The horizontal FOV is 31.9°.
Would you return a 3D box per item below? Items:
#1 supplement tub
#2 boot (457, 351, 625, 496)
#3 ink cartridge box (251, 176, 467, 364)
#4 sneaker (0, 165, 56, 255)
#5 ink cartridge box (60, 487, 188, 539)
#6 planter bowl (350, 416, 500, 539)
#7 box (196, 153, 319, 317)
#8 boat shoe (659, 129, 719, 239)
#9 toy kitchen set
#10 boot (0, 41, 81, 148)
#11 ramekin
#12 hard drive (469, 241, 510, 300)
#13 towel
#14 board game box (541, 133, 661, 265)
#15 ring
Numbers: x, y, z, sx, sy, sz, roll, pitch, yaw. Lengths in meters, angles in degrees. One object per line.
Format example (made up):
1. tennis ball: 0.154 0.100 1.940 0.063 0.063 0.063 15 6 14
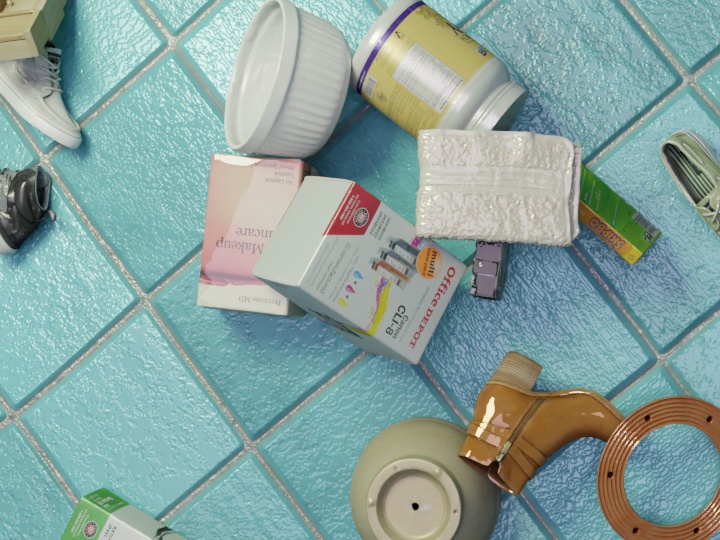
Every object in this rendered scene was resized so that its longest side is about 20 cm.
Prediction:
1. supplement tub: 0.099 -0.237 1.602 0.199 0.145 0.146 38 94 9
2. boot: 0.230 0.210 1.559 0.199 0.077 0.156 31 68 -1
3. ink cartridge box: 0.000 0.000 1.556 0.199 0.144 0.146 34 79 -28
4. sneaker: -0.497 -0.131 1.742 0.113 0.075 0.202 -30 88 7
5. ink cartridge box: -0.306 0.406 1.674 0.198 0.083 0.148 28 93 9
6. planter bowl: 0.075 0.290 1.587 0.197 0.135 0.203 -1 86 10
7. box: -0.133 -0.044 1.653 0.126 0.109 0.203 5 88 10
8. boat shoe: 0.440 -0.086 1.566 0.201 0.062 0.072 53 133 15
9. toy kitchen set: -0.499 -0.396 1.658 0.161 0.201 0.182 -6 129 9
10. boot: -0.440 -0.263 1.734 0.200 0.073 0.096 42 101 10
11. ramekin: -0.091 -0.239 1.613 0.104 0.200 0.203 14 90 -23
12. hard drive: 0.172 -0.064 1.584 0.037 0.140 0.203 9 88 10
13. towel: 0.164 -0.098 1.498 0.197 0.034 0.135 2 88 0
14. board game box: 0.286 -0.093 1.588 0.200 0.095 0.030 45 122 8
15. ring: 0.385 0.252 1.562 0.197 0.019 0.203 -2 100 -9
